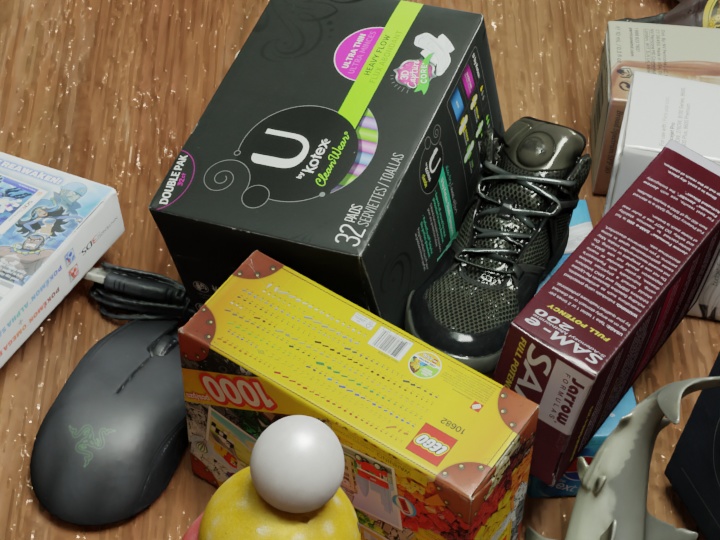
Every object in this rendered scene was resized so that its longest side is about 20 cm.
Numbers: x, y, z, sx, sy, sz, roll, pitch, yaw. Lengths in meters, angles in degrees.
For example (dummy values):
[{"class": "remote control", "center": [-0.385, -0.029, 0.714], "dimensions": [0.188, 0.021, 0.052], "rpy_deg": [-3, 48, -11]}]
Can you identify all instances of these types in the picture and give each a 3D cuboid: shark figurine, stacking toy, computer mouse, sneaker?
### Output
[{"class": "shark figurine", "center": [0.168, 0.137, 1.078], "dimensions": [0.089, 0.215, 0.128], "rpy_deg": [12, 17, -20]}, {"class": "stacking toy", "center": [-0.043, 0.154, 1.000], "dimensions": [0.146, 0.200, 0.146], "rpy_deg": [8, 45, -8]}, {"class": "computer mouse", "center": [-0.143, 0.070, 1.174], "dimensions": [0.138, 0.053, 0.200], "rpy_deg": [17, 49, 11]}, {"class": "sneaker", "center": [0.083, -0.022, 1.119], "dimensions": [0.076, 0.114, 0.199], "rpy_deg": [19, 36, 16]}]

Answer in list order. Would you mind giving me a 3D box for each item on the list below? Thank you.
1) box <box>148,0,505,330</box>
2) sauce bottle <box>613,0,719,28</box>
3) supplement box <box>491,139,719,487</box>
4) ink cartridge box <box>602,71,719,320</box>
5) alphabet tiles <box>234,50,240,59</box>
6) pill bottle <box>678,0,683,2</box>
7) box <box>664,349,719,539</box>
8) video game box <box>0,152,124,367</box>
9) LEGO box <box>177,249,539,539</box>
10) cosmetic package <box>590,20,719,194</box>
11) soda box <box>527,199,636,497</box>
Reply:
[{"class": "box", "center": [-0.013, -0.063, 1.174], "dimensions": [0.148, 0.124, 0.200], "rpy_deg": [12, 57, 22]}, {"class": "sauce bottle", "center": [0.283, -0.180, 1.377], "dimensions": [0.200, 0.066, 0.066], "rpy_deg": [-9, 42, 28]}, {"class": "supplement box", "center": [0.151, 0.023, 1.110], "dimensions": [0.061, 0.109, 0.200], "rpy_deg": [31, 49, 16]}, {"class": "ink cartridge box", "center": [0.262, -0.040, 1.235], "dimensions": [0.200, 0.145, 0.084], "rpy_deg": [10, 47, 5]}, {"class": "alphabet tiles", "center": [-0.008, -0.099, 1.354], "dimensions": [0.200, 0.015, 0.196], "rpy_deg": [-15, 57, -16]}, {"class": "pill bottle", "center": [0.255, -0.284, 1.480], "dimensions": [0.109, 0.109, 0.200], "rpy_deg": [-25, 54, -24]}, {"class": "box", "center": [0.293, 0.116, 1.053], "dimensions": [0.124, 0.197, 0.200], "rpy_deg": [-9, 49, -24]}, {"class": "video game box", "center": [-0.288, -0.011, 1.227], "dimensions": [0.200, 0.047, 0.182], "rpy_deg": [18, 51, 24]}, {"class": "LEGO box", "center": [-0.003, 0.100, 1.090], "dimensions": [0.200, 0.149, 0.077], "rpy_deg": [28, 55, 21]}, {"class": "cosmetic package", "center": [0.269, -0.109, 1.328], "dimensions": [0.199, 0.103, 0.087], "rpy_deg": [3, 49, 2]}, {"class": "soda box", "center": [0.128, 0.047, 1.205], "dimensions": [0.068, 0.064, 0.200], "rpy_deg": [-3, 49, -6]}]
